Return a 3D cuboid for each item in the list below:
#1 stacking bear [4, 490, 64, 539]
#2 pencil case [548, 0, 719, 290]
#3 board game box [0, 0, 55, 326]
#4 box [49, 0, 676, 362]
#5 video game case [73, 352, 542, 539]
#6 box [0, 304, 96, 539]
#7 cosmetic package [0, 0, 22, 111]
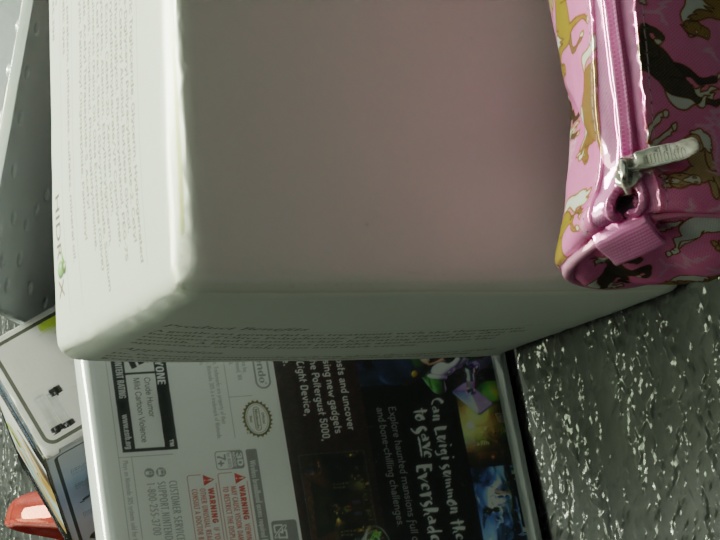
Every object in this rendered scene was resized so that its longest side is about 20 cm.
[{"bbox_3d":[-0.107,0.049,1.459,0.121,0.113,0.201,32,-119,-64],"label":"stacking bear"},{"bbox_3d":[0.098,-0.095,0.938,0.087,0.083,0.201,143,125,-66],"label":"pencil case"},{"bbox_3d":[-0.131,-0.069,1.227,0.200,0.026,0.201,39,-121,-74],"label":"board game box"},{"bbox_3d":[-0.006,-0.073,1.048,0.171,0.199,0.201,156,113,-67],"label":"box"},{"bbox_3d":[-0.017,0.103,1.103,0.023,0.181,0.200,113,150,-60],"label":"video game case"},{"bbox_3d":[-0.102,0.060,1.253,0.060,0.116,0.200,57,170,15],"label":"box"},{"bbox_3d":[-0.176,-0.133,1.400,0.200,0.200,0.123,58,161,6],"label":"cosmetic package"}]
